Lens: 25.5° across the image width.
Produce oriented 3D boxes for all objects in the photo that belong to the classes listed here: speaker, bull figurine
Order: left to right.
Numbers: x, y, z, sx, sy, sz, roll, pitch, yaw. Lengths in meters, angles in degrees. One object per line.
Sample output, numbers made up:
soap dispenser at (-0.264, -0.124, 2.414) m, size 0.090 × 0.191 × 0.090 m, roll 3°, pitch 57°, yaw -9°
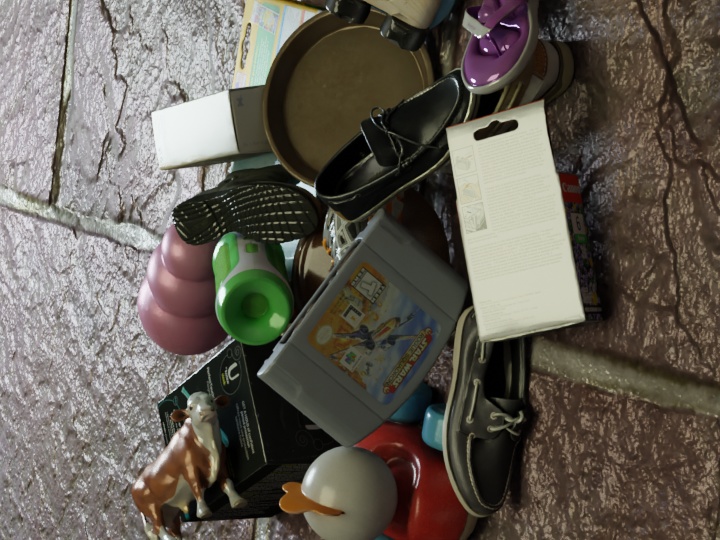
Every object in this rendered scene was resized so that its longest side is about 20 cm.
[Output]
bull figurine at (-0.185, 0.222, 1.723) m, size 0.200 × 0.065 × 0.122 m, roll -50°, pitch 53°, yaw 41°
speaker at (-0.117, 0.013, 1.714) m, size 0.200 × 0.087 × 0.090 m, roll -110°, pitch 33°, yaw -72°

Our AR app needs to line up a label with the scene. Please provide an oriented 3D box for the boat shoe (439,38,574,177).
boat shoe at (0.118, -0.159, 1.529) m, size 0.200 × 0.068 × 0.076 m, roll -45°, pitch 53°, yaw 44°

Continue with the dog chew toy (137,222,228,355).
dog chew toy at (-0.202, 0.011, 1.898) m, size 0.201 × 0.123 × 0.125 m, roll 105°, pitch 148°, yaw -51°

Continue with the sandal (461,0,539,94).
sandal at (0.124, -0.237, 1.459) m, size 0.082 × 0.050 × 0.204 m, roll -25°, pitch 34°, yaw 35°

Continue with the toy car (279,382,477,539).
toy car at (-0.001, 0.213, 1.563) m, size 0.176 × 0.198 × 0.187 m, roll 25°, pitch 108°, yaw 52°

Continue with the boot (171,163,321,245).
boot at (-0.102, -0.086, 1.733) m, size 0.198 × 0.131 × 0.068 m, roll -2°, pitch 116°, yaw 36°

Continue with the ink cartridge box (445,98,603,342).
ink cartridge box at (0.148, -0.043, 1.449) m, size 0.108 × 0.050 × 0.203 m, roll -13°, pitch 82°, yaw 30°

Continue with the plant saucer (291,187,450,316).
plant saucer at (0.000, 0.000, 1.656) m, size 0.198 × 0.037 × 0.203 m, roll -7°, pitch 78°, yaw 32°

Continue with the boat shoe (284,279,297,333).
boat shoe at (-0.038, 0.025, 1.740) m, size 0.200 × 0.066 × 0.075 m, roll -40°, pitch 56°, yaw 46°

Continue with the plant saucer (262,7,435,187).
plant saucer at (-0.010, -0.180, 1.677) m, size 0.197 × 0.029 × 0.203 m, roll -4°, pitch 81°, yaw 23°

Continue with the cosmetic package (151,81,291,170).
cosmetic package at (-0.147, -0.162, 1.798) m, size 0.199 × 0.102 × 0.074 m, roll -3°, pitch 96°, yaw 59°

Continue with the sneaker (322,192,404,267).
sneaker at (0.000, -0.020, 1.597) m, size 0.076 × 0.078 × 0.203 m, roll -10°, pitch 66°, yaw 32°

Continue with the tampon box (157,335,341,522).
tampon box at (-0.118, 0.180, 1.795) m, size 0.200 × 0.125 × 0.152 m, roll -38°, pitch 59°, yaw 46°

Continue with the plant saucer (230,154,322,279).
plant saucer at (-0.092, -0.078, 1.850) m, size 0.200 × 0.038 × 0.204 m, roll -6°, pitch 83°, yaw 54°

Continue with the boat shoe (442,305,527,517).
boat shoe at (0.124, 0.130, 1.501) m, size 0.062 × 0.072 × 0.203 m, roll -12°, pitch 73°, yaw 57°

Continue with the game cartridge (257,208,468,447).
game cartridge at (0.010, 0.060, 1.517) m, size 0.201 × 0.133 × 0.041 m, roll -54°, pitch 10°, yaw -10°

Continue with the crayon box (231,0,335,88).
crayon box at (-0.070, -0.241, 1.818) m, size 0.199 × 0.051 × 0.127 m, roll 26°, pitch 110°, yaw 52°

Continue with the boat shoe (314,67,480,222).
boat shoe at (0.034, -0.120, 1.509) m, size 0.199 × 0.062 × 0.075 m, roll -39°, pitch 52°, yaw 26°

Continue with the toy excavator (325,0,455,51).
toy excavator at (0.021, -0.332, 1.661) m, size 0.193 × 0.200 × 0.101 m, roll 28°, pitch 118°, yaw 4°
